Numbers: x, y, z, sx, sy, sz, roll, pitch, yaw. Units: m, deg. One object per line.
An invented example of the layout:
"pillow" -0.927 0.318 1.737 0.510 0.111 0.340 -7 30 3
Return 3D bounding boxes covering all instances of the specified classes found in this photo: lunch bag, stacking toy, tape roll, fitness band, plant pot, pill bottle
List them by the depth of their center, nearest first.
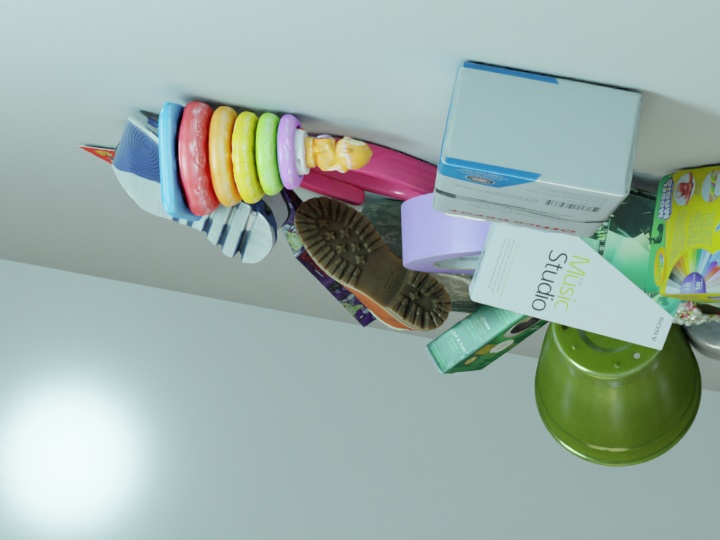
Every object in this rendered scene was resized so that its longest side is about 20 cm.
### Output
"stacking toy" -0.087 -0.108 1.398 0.198 0.111 0.116 -3 178 9
"tape roll" 0.142 -0.040 1.535 0.198 0.066 0.200 -2 174 0
"fitness band" 0.008 -0.100 1.545 0.199 0.038 0.143 15 169 -43
"plant pot" 0.290 0.096 1.692 0.198 0.202 0.193 8 156 15
"lunch bag" 0.081 -0.016 1.759 0.162 0.119 0.200 10 178 12
"pill bottle" 0.438 0.050 1.779 0.113 0.116 0.200 8 173 14

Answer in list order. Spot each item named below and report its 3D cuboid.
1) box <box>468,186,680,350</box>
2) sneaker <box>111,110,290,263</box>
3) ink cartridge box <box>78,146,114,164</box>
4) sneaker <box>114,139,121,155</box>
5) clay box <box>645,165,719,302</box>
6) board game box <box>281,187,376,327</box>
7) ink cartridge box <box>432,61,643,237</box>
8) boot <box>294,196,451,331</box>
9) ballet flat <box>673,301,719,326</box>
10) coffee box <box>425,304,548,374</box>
"box" 0.218 -0.016 1.415 0.198 0.146 0.036 14 -159 -8
"sneaker" -0.152 -0.091 1.536 0.199 0.081 0.115 34 -149 7
"ink cartridge box" -0.224 -0.103 1.799 0.198 0.051 0.161 6 172 16
"sneaker" -0.174 -0.083 1.617 0.199 0.094 0.070 19 128 -38
"clay box" 0.326 -0.032 1.280 0.047 0.116 0.200 12 174 -25
"board game box" -0.047 -0.022 1.758 0.120 0.032 0.200 58 -174 34
"ink cartridge box" 0.136 -0.092 1.197 0.143 0.085 0.200 10 172 2
"boot" 0.000 0.000 1.635 0.200 0.075 0.107 41 165 -8
"ballet flat" 0.413 0.024 1.604 0.198 0.076 0.064 -13 -176 -25
"coffee box" 0.184 0.050 1.745 0.199 0.044 0.123 -38 163 23
